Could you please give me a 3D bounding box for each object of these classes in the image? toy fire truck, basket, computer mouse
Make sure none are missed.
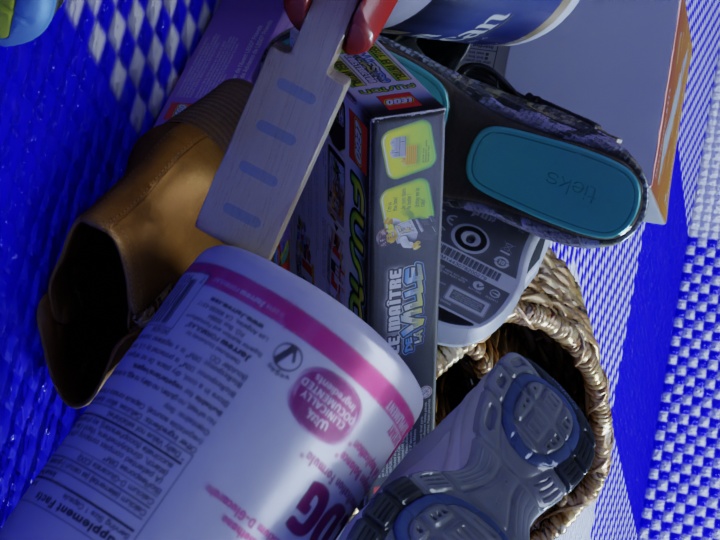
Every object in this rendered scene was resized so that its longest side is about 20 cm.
[{"bbox_3d":[-0.043,-0.128,0.834,0.201,0.175,0.129,-62,158,-22],"label":"toy fire truck"},{"bbox_3d":[0.065,0.082,1.124,0.200,0.142,0.150,60,18,-47],"label":"basket"},{"bbox_3d":[0.060,-0.024,1.051,0.200,0.109,0.044,-55,170,-43],"label":"computer mouse"}]

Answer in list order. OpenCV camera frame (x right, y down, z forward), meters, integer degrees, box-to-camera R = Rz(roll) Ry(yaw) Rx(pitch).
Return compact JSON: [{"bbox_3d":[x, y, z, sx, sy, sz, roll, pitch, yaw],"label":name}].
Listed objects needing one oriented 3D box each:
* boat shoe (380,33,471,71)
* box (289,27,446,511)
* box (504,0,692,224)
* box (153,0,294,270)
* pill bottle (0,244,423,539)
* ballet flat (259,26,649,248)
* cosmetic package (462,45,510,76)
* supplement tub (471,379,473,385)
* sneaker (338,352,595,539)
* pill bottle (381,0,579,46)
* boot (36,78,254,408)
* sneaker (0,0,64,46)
[{"bbox_3d":[0.014,-0.101,1.102,0.200,0.056,0.069,-61,154,-56],"label":"boat shoe"},{"bbox_3d":[0.000,0.000,0.942,0.110,0.035,0.201,-128,-146,-56],"label":"box"},{"bbox_3d":[0.150,-0.106,1.293,0.200,0.097,0.125,22,77,-78],"label":"box"},{"bbox_3d":[-0.047,-0.080,1.071,0.200,0.039,0.137,-68,158,-44],"label":"box"},{"bbox_3d":[-0.072,0.101,0.823,0.200,0.113,0.113,-55,157,-15],"label":"pill bottle"},{"bbox_3d":[0.044,-0.065,1.014,0.072,0.199,0.072,-158,-90,-88],"label":"ballet flat"},{"bbox_3d":[0.041,-0.084,1.279,0.071,0.105,0.201,70,31,-62],"label":"cosmetic package"},{"bbox_3d":[0.062,0.056,1.342,0.200,0.122,0.123,-82,173,-66],"label":"supplement tub"},{"bbox_3d":[0.030,0.113,0.847,0.087,0.075,0.200,-42,179,36],"label":"sneaker"},{"bbox_3d":[0.025,-0.173,1.031,0.200,0.111,0.112,-2,99,-54],"label":"pill bottle"},{"bbox_3d":[-0.092,0.022,0.932,0.144,0.071,0.202,-49,152,-44],"label":"boot"},{"bbox_3d":[-0.121,-0.180,0.714,0.083,0.070,0.201,-63,161,-64],"label":"sneaker"}]
